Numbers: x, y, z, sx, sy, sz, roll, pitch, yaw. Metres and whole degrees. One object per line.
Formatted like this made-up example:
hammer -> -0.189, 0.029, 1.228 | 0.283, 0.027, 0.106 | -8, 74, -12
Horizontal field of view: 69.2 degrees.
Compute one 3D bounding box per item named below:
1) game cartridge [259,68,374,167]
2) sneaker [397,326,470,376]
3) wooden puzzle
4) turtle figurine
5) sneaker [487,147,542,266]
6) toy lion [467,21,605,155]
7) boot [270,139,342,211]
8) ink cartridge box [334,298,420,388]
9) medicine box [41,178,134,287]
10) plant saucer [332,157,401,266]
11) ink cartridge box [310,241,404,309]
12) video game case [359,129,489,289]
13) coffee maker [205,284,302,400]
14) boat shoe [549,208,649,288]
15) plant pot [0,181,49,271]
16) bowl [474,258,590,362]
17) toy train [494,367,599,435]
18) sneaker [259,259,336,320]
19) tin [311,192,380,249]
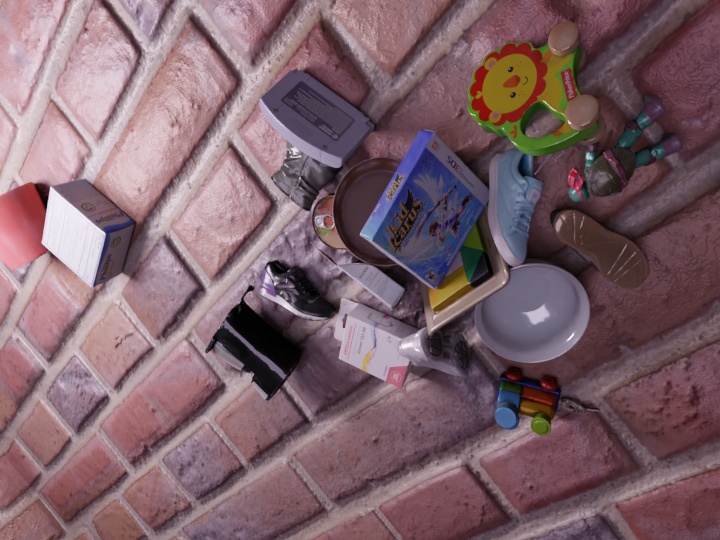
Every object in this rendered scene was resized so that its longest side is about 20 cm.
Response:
game cartridge -> -0.086, -0.284, 0.977 | 0.198, 0.134, 0.042 | 37, 158, 7
sneaker -> 0.147, 0.162, 1.040 | 0.097, 0.081, 0.198 | -13, 149, 41
wooden puzzle -> 0.172, -0.008, 0.944 | 0.037, 0.189, 0.199 | 24, 131, -30
turtle figurine -> 0.382, -0.165, 0.808 | 0.197, 0.102, 0.150 | -34, 126, 15
sneaker -> 0.259, -0.113, 0.855 | 0.081, 0.072, 0.208 | -24, 63, 51
toy lion -> 0.260, -0.270, 0.810 | 0.187, 0.068, 0.207 | -18, 67, 31
boot -> -0.141, -0.227, 1.045 | 0.130, 0.068, 0.201 | -43, 91, 17
ink cartridge box -> 0.024, 0.155, 1.137 | 0.194, 0.067, 0.120 | 22, 118, 16
medicine box -> -0.715, -0.099, 1.365 | 0.198, 0.103, 0.185 | 37, 121, 7
plant saucer -> 0.043, -0.109, 0.988 | 0.192, 0.032, 0.209 | 1, 82, -4
ink cartridge box -> 0.000, 0.000, 1.035 | 0.198, 0.160, 0.048 | 39, 89, 7
video game case -> 0.117, -0.099, 0.893 | 0.179, 0.045, 0.204 | 32, 88, -34
coffee maker -> -0.239, 0.179, 1.222 | 0.198, 0.136, 0.193 | 38, 136, -2
boat shoe -> 0.401, -0.044, 0.880 | 0.196, 0.065, 0.073 | 30, 113, -11
plant pot -> -0.940, -0.113, 1.429 | 0.195, 0.202, 0.181 | -16, 114, 29
bowl -> 0.303, 0.057, 0.940 | 0.193, 0.091, 0.207 | 6, 120, 10
toy train -> 0.355, 0.269, 0.997 | 0.193, 0.116, 0.088 | 12, 116, 21
sneaker -> -0.140, 0.042, 1.169 | 0.194, 0.076, 0.090 | 21, 112, 16
tin -> -0.008, -0.100, 1.067 | 0.193, 0.042, 0.116 | 5, 109, 23
